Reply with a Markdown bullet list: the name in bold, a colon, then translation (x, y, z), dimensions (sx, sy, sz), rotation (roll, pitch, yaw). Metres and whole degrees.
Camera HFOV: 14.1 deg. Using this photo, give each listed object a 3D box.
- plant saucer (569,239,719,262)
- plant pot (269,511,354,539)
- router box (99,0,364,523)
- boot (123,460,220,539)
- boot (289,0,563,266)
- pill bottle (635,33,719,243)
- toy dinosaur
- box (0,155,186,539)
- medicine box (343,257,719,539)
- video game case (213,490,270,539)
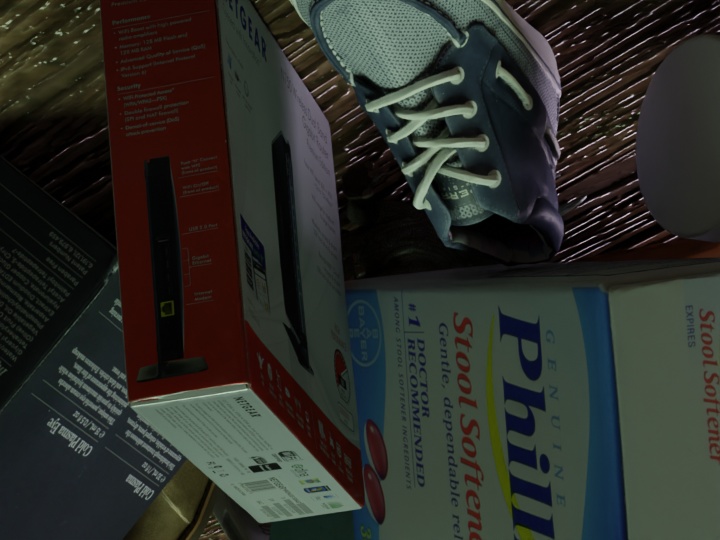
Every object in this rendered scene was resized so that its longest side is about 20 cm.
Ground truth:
- **plant saucer**: translation (0.108, 0.019, 1.431), dimensions (0.199, 0.038, 0.200), rotation (-13, -175, 1)
- **plant pot**: translation (0.039, 0.129, 1.568), dimensions (0.199, 0.189, 0.200), rotation (-5, 167, -1)
- **router box**: translation (-0.050, -0.009, 1.177), dimensions (0.049, 0.181, 0.200), rotation (-9, 161, 10)
- **boot**: translation (-0.103, 0.085, 1.466), dimensions (0.073, 0.200, 0.075), rotation (28, 169, 40)
- **boot**: translation (0.034, -0.068, 1.168), dimensions (0.072, 0.091, 0.200), rotation (-15, 159, 25)
- **pill bottle**: translation (0.223, -0.048, 1.251), dimensions (0.199, 0.114, 0.113), rotation (6, 158, -29)
- **toy dinosaur**: translation (0.000, 0.000, 1.376), dimensions (0.199, 0.077, 0.102), rotation (-23, 148, 32)
- **box**: translation (-0.166, 0.064, 1.324), dimensions (0.182, 0.104, 0.200), rotation (-52, 158, -5)
- **medicine box**: translation (0.088, 0.089, 1.235), dimensions (0.102, 0.183, 0.200), rotation (-6, -178, -32)
- **video game case**: translation (0.018, 0.172, 1.785), dimensions (0.199, 0.023, 0.182), rotation (9, -174, -12)
